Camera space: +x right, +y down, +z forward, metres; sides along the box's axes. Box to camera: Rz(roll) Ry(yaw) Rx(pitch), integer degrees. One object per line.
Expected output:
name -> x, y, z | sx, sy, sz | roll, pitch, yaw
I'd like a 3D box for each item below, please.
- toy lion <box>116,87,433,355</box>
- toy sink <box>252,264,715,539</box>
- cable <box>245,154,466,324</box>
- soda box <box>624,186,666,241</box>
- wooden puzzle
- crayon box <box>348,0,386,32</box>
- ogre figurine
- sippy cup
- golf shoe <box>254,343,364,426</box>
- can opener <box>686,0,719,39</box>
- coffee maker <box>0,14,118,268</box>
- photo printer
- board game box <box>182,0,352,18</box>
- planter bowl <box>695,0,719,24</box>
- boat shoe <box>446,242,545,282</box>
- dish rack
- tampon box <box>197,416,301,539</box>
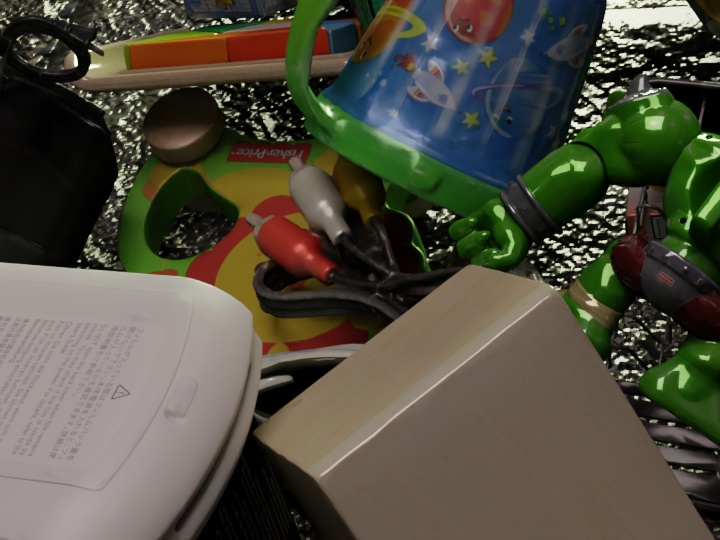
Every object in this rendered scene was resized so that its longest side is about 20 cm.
toy lion -> -0.049, -0.009, 1.161 | 0.198, 0.069, 0.193 | 4, 54, 24
toy sink -> 0.067, 0.118, 0.914 | 0.130, 0.201, 0.112 | -37, 15, -11
cable -> 0.000, 0.000, 1.045 | 0.097, 0.050, 0.200 | -41, 32, -5
soda box -> 0.238, -0.034, 1.075 | 0.198, 0.064, 0.069 | -3, 43, 16
wooden puzzle -> -0.050, -0.132, 1.239 | 0.198, 0.038, 0.185 | 3, 12, 20
crayon box -> 0.089, -0.186, 1.159 | 0.199, 0.059, 0.119 | -21, 30, -1
ogre figurine -> 0.151, 0.000, 0.934 | 0.200, 0.098, 0.120 | 39, 97, 34
sippy cup -> 0.058, -0.103, 1.060 | 0.139, 0.178, 0.131 | 30, 100, 25
golf shoe -> -0.062, 0.069, 1.035 | 0.198, 0.097, 0.079 | -13, 74, 10
can opener -> 0.219, -0.177, 1.231 | 0.053, 0.067, 0.201 | -21, 48, -4
coffee maker -> -0.219, -0.007, 1.115 | 0.134, 0.193, 0.201 | 11, 48, 7
photo printer -> -0.146, 0.071, 0.902 | 0.198, 0.070, 0.167 | 3, 46, 24
board game box -> -0.014, -0.207, 1.308 | 0.199, 0.062, 0.200 | -23, 25, -9
planter bowl -> 0.265, -0.221, 1.144 | 0.199, 0.084, 0.201 | -16, 40, 14
boat shoe -> 0.078, 0.037, 1.062 | 0.069, 0.071, 0.201 | 10, 34, -7
dish rack -> 0.186, 0.015, 0.997 | 0.152, 0.055, 0.202 | 8, 73, 20
tampon box -> -0.133, 0.159, 0.953 | 0.149, 0.127, 0.201 | 0, 45, 20
